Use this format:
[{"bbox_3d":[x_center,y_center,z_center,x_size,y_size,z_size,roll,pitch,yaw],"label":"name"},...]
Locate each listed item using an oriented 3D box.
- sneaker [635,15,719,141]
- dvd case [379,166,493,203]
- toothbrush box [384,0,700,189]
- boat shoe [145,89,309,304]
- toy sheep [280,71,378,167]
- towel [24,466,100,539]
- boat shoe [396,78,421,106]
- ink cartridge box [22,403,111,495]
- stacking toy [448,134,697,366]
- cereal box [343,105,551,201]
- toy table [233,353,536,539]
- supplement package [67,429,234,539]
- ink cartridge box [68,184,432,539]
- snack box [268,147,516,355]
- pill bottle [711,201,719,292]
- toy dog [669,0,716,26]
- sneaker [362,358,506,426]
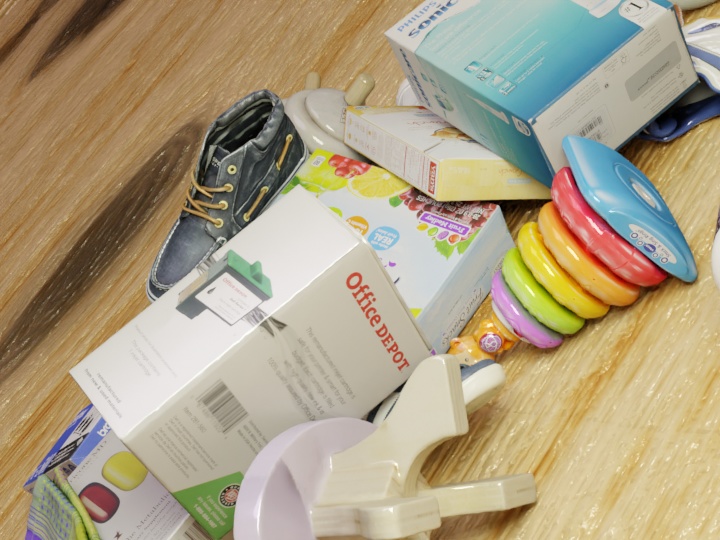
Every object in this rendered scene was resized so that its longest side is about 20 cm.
[{"bbox_3d":[0.224,-0.141,1.237,0.200,0.075,0.088,-19,35,39],"label":"sneaker"},{"bbox_3d":[0.044,-0.055,1.403,0.150,0.025,0.200,-36,26,12],"label":"dvd case"},{"bbox_3d":[0.138,-0.167,1.200,0.146,0.085,0.200,-40,43,-10],"label":"toothbrush box"},{"bbox_3d":[-0.124,-0.061,1.297,0.071,0.091,0.200,26,69,29],"label":"boat shoe"},{"bbox_3d":[-0.044,-0.108,1.427,0.138,0.138,0.200,-84,20,-54],"label":"toy sheep"},{"bbox_3d":[-0.239,0.268,1.168,0.144,0.023,0.200,39,118,56],"label":"towel"},{"bbox_3d":[0.127,-0.186,1.420,0.200,0.072,0.069,-23,33,4],"label":"boat shoe"},{"bbox_3d":[-0.239,0.157,1.370,0.094,0.044,0.200,-55,10,-26],"label":"ink cartridge box"},{"bbox_3d":[0.135,0.012,1.116,0.200,0.116,0.110,-44,26,20],"label":"stacking toy"},{"bbox_3d":[0.088,-0.102,1.297,0.144,0.040,0.200,-3,18,-24],"label":"cereal box"},{"bbox_3d":[0.023,0.151,0.975,0.117,0.184,0.200,-11,6,31],"label":"toy table"},{"bbox_3d":[-0.135,0.191,1.176,0.114,0.110,0.200,-49,27,-15],"label":"supplement package"},{"bbox_3d":[-0.068,0.062,1.027,0.200,0.146,0.084,-40,49,-8],"label":"ink cartridge box"},{"bbox_3d":[0.000,0.000,1.263,0.200,0.068,0.169,21,63,38],"label":"snack box"},{"bbox_3d":[0.281,-0.037,0.960,0.112,0.112,0.200,-20,34,36],"label":"pill bottle"},{"bbox_3d":[0.217,-0.218,1.322,0.200,0.132,0.096,-48,-3,5],"label":"toy dog"},{"bbox_3d":[0.017,0.085,1.116,0.200,0.085,0.075,-28,-9,41],"label":"sneaker"}]
